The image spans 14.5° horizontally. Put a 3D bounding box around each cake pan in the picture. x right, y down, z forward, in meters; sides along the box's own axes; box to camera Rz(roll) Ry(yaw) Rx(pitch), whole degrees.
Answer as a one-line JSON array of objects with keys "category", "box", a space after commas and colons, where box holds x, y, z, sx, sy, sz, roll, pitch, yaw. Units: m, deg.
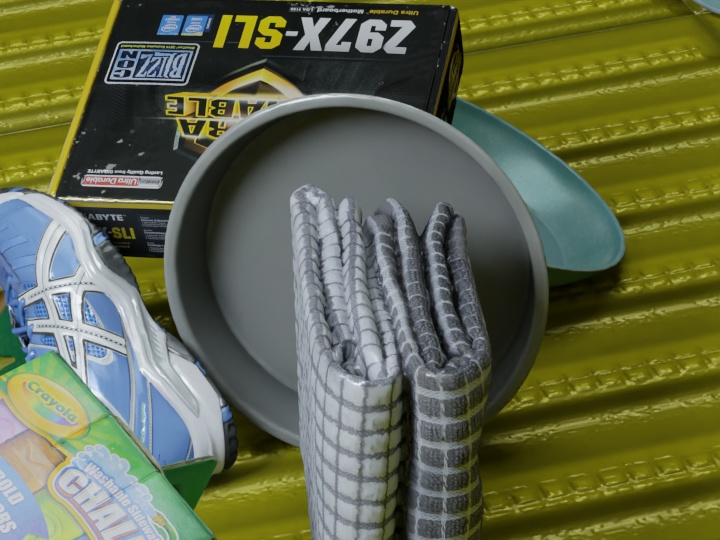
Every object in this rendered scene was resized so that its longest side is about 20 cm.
[{"category": "cake pan", "box": [0.000, 0.000, 1.441, 0.200, 0.201, 0.037, 2, 22, 13]}]

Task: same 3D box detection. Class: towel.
[{"category": "towel", "box": [0.016, 0.072, 1.338, 0.085, 0.166, 0.200, -3, 28, -4]}]

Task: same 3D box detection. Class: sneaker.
[{"category": "sneaker", "box": [-0.148, 0.037, 1.464, 0.077, 0.076, 0.200, -31, 66, -25]}]

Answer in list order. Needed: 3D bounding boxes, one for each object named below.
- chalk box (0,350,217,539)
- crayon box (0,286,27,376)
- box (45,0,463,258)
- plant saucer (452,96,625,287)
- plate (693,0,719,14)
[{"category": "chalk box", "box": [-0.153, 0.130, 1.254, 0.200, 0.125, 0.124, -28, 66, -37]}, {"category": "crayon box", "box": [-0.270, 0.037, 1.528, 0.200, 0.058, 0.119, -27, 34, -36]}, {"category": "box", "box": [-0.053, -0.077, 1.531, 0.200, 0.049, 0.160, 3, 47, 13]}, {"category": "plant saucer", "box": [0.057, -0.045, 1.620, 0.200, 0.036, 0.200, 24, 24, -11]}, {"category": "plate", "box": [0.325, -0.219, 1.993, 0.200, 0.026, 0.200, -3, 29, 2]}]
